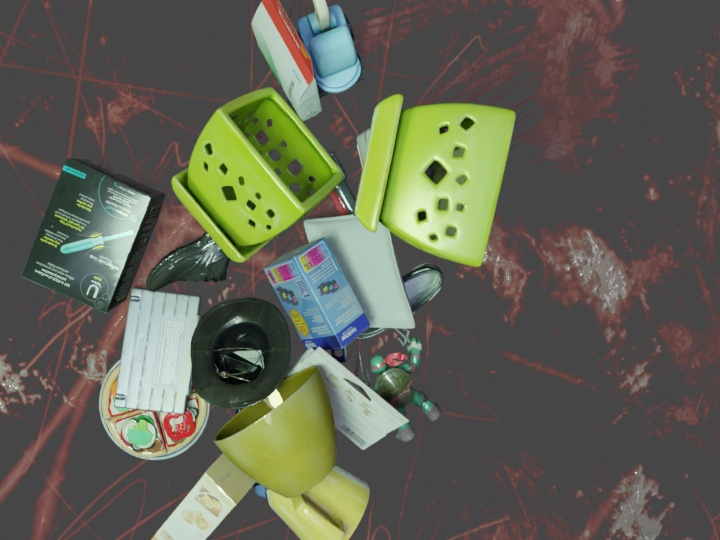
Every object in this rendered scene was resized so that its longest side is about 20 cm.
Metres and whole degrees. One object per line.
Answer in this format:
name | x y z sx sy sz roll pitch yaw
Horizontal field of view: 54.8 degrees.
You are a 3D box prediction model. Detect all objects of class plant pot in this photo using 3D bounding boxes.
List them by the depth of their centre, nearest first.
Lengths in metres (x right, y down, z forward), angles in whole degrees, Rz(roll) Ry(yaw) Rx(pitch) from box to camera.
plant pot | 0.089 -0.128 0.956 0.176 0.199 0.206 12 95 -2
plant pot | -0.115 0.271 1.107 0.197 0.200 0.144 -32 94 -1
plant pot | -0.171 -0.145 1.120 0.181 0.199 0.201 -40 96 28

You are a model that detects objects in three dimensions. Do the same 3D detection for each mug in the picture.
mug | -0.076 0.390 1.210 0.152 0.186 0.151 39 54 -7

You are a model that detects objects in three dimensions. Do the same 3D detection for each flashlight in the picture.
flashlight | -0.028 -0.099 1.221 0.067 0.068 0.203 -34 96 -28

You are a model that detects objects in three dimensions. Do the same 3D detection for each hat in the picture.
hat | -0.200 0.152 1.204 0.194 0.082 0.206 -4 60 7

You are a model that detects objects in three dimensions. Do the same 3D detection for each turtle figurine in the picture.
turtle figurine | 0.060 0.204 1.244 0.147 0.101 0.203 -28 110 12

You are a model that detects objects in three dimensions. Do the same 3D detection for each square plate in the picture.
square plate | 0.000 0.000 1.184 0.028 0.195 0.205 -29 109 -43

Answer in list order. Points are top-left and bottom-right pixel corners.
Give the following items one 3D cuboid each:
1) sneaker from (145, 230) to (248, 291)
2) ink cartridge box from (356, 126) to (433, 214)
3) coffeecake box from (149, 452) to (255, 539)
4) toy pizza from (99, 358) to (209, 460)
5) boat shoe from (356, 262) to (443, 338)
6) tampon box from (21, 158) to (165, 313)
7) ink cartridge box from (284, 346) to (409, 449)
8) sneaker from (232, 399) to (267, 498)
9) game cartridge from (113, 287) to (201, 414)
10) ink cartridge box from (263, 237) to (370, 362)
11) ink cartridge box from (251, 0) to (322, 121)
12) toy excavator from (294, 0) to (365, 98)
sneaker | -0.277 -0.011 1.199 0.197 0.076 0.092 -31 102 -1
ink cartridge box | 0.058 -0.166 1.150 0.082 0.200 0.150 -14 98 -6
coffeecake box | -0.248 0.384 1.169 0.073 0.153 0.201 41 113 4
toy pizza | -0.368 0.241 1.237 0.194 0.032 0.207 -1 97 -6
boat shoe | 0.062 0.055 1.245 0.199 0.060 0.076 -40 99 0
tampon box | -0.435 -0.060 1.148 0.147 0.126 0.205 24 94 -7
ink cartridge box | -0.023 0.211 1.201 0.199 0.176 0.045 40 50 -5
sneaker | -0.194 0.307 1.250 0.075 0.070 0.207 3 102 15
game cartridge | -0.348 0.140 1.207 0.126 0.038 0.207 8 81 -11
ink cartridge box | -0.069 0.059 1.187 0.076 0.135 0.203 -35 101 -30
ink cartridge box | -0.122 -0.345 1.094 0.049 0.200 0.164 -29 82 -1
toy excavator | -0.056 -0.390 1.112 0.097 0.200 0.200 -20 98 -3
